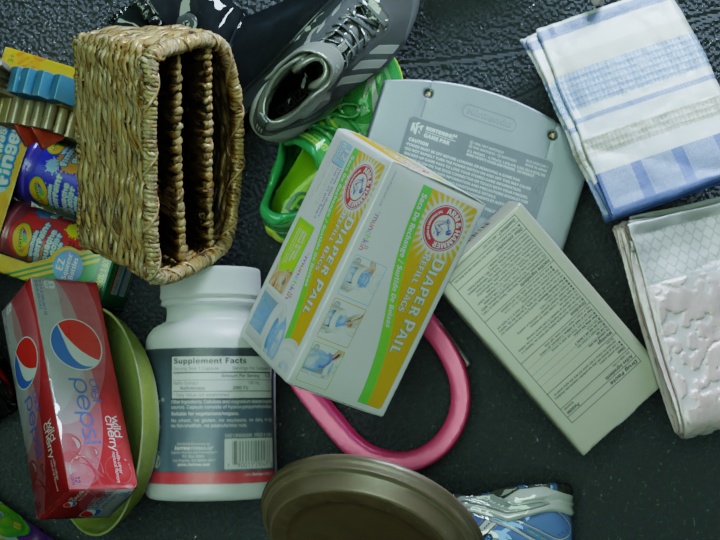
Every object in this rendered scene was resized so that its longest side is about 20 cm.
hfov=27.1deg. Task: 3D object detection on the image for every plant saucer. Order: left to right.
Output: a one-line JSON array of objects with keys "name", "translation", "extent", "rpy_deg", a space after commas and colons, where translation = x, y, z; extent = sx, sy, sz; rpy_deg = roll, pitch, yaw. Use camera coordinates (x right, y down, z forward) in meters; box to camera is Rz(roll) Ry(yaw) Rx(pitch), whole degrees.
[{"name": "plant saucer", "translation": [-0.225, 0.133, 1.329], "extent": [0.031, 0.199, 0.202], "rpy_deg": [2, 84, -35]}, {"name": "plant saucer", "translation": [0.007, 0.230, 1.269], "extent": [0.198, 0.201, 0.030], "rpy_deg": [11, 47, 10]}]

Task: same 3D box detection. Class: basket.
[{"name": "basket", "translation": [-0.151, -0.102, 1.266], "extent": [0.142, 0.149, 0.202], "rpy_deg": [-8, 107, -34]}]

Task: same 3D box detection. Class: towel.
[{"name": "towel", "translation": [0.241, -0.147, 1.306], "extent": [0.146, 0.024, 0.201], "rpy_deg": [-20, 67, -3]}, {"name": "towel", "translation": [0.331, 0.027, 1.270], "extent": [0.198, 0.032, 0.193], "rpy_deg": [-13, 80, -13]}]

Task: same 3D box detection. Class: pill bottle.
[{"name": "pill bottle", "translation": [-0.133, 0.100, 1.326], "extent": [0.118, 0.120, 0.202], "rpy_deg": [-2, 84, 9]}]

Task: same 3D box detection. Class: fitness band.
[{"name": "fitness band", "translation": [0.013, 0.088, 1.347], "extent": [0.143, 0.037, 0.200], "rpy_deg": [-40, 80, 4]}]

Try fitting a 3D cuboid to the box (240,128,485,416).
[{"name": "box", "translation": [0.000, 0.000, 1.247], "extent": [0.101, 0.112, 0.201], "rpy_deg": [22, 97, -31]}]

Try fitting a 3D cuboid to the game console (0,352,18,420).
[{"name": "game console", "translation": [-0.399, 0.060, 1.348], "extent": [0.172, 0.119, 0.201], "rpy_deg": [-33, 87, 18]}]

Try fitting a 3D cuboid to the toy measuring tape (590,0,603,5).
[{"name": "toy measuring tape", "translation": [0.132, -0.297, 1.346], "extent": [0.073, 0.074, 0.200], "rpy_deg": [-41, 80, 3]}]

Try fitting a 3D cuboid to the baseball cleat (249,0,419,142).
[{"name": "baseball cleat", "translation": [-0.014, -0.187, 1.280], "extent": [0.070, 0.106, 0.200], "rpy_deg": [41, 80, -4]}]

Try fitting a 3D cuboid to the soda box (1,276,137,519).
[{"name": "soda box", "translation": [-0.250, 0.108, 1.276], "extent": [0.063, 0.070, 0.201], "rpy_deg": [-41, 55, 40]}]

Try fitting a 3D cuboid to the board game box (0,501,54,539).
[{"name": "board game box", "translation": [-0.382, 0.252, 1.351], "extent": [0.199, 0.105, 0.104], "rpy_deg": [32, 102, 10]}]

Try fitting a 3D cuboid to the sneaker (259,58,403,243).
[{"name": "sneaker", "translation": [-0.024, -0.113, 1.345], "extent": [0.074, 0.084, 0.201], "rpy_deg": [30, 89, 14]}]

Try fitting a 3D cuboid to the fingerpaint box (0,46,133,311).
[{"name": "fingerpaint box", "translation": [-0.275, -0.084, 1.387], "extent": [0.165, 0.073, 0.202], "rpy_deg": [18, 88, 10]}]

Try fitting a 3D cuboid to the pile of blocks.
[{"name": "pile of blocks", "translation": [-0.303, -0.144, 1.318], "extent": [0.198, 0.082, 0.063], "rpy_deg": [11, 83, 10]}]

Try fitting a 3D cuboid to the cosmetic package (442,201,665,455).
[{"name": "cosmetic package", "translation": [0.159, 0.048, 1.287], "extent": [0.105, 0.071, 0.200], "rpy_deg": [-40, 95, 1]}]

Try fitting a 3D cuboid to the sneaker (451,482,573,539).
[{"name": "sneaker", "translation": [0.090, 0.233, 1.302], "extent": [0.198, 0.076, 0.078], "rpy_deg": [-9, 81, 10]}]

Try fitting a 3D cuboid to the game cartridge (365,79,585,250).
[{"name": "game cartridge", "translation": [0.100, -0.093, 1.329], "extent": [0.198, 0.040, 0.134], "rpy_deg": [18, 95, -3]}]

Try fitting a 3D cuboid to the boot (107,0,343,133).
[{"name": "boot", "translation": [-0.117, -0.239, 1.374], "extent": [0.200, 0.076, 0.168], "rpy_deg": [-44, 84, 9]}]
